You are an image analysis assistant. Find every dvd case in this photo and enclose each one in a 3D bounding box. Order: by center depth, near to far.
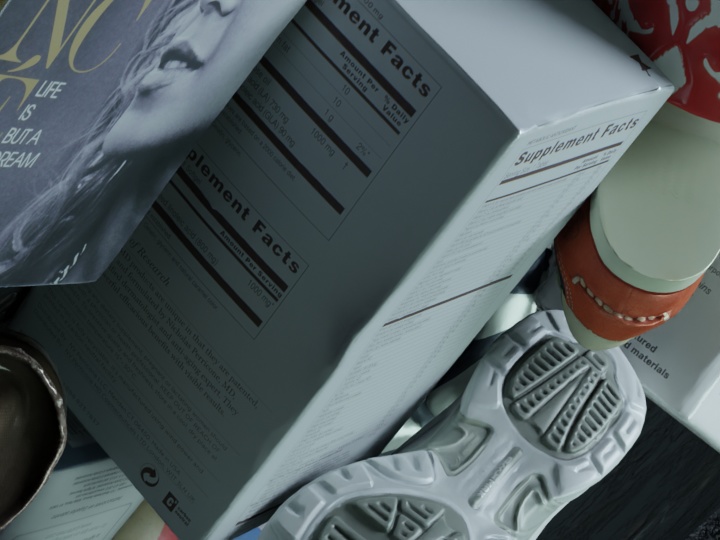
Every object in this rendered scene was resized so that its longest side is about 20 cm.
[{"bbox_3d":[-0.057,-0.073,0.598,0.200,0.016,0.148,-52,162,16],"label":"dvd case"}]

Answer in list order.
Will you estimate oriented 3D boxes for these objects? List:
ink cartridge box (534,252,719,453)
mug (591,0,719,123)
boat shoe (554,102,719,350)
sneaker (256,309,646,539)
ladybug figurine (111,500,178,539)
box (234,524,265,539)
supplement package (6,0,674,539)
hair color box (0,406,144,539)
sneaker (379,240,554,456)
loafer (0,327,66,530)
[{"bbox_3d":[0.179,-0.027,0.893,0.201,0.084,0.145,-53,152,1],"label":"ink cartridge box"},{"bbox_3d":[0.166,-0.157,0.706,0.176,0.134,0.201,-16,142,-27],"label":"mug"},{"bbox_3d":[0.116,-0.063,0.808,0.063,0.071,0.201,113,-4,-59],"label":"boat shoe"},{"bbox_3d":[0.022,0.101,0.798,0.199,0.078,0.100,-34,166,-33],"label":"sneaker"},{"bbox_3d":[-0.124,0.164,0.938,0.200,0.072,0.136,-52,-174,11],"label":"ladybug figurine"},{"bbox_3d":[-0.012,0.142,1.130,0.200,0.113,0.102,-38,161,-20],"label":"box"},{"bbox_3d":[-0.010,-0.021,0.743,0.113,0.110,0.200,-19,151,-55],"label":"supplement package"},{"bbox_3d":[-0.160,0.117,0.815,0.200,0.061,0.099,-51,162,21],"label":"hair color box"},{"bbox_3d":[0.000,0.000,0.876,0.128,0.080,0.201,5,107,-21],"label":"sneaker"},{"bbox_3d":[-0.163,0.084,0.662,0.199,0.073,0.071,-34,-161,-30],"label":"loafer"}]
